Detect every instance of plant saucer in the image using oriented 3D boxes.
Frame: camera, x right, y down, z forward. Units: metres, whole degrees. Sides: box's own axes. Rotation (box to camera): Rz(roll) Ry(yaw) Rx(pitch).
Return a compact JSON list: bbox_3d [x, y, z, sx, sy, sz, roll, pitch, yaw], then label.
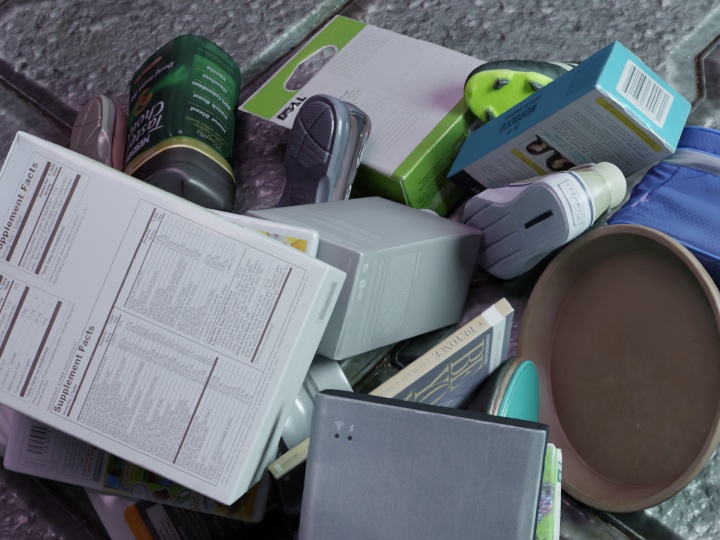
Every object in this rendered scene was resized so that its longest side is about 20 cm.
[{"bbox_3d":[0.186,0.068,1.001,0.029,0.201,0.200,6,36,-38],"label":"plant saucer"}]

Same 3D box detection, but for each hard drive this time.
[{"bbox_3d":[0.030,0.181,0.841,0.138,0.033,0.202,8,94,14],"label":"hard drive"}]

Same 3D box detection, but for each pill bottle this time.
[{"bbox_3d":[-0.101,0.131,1.043,0.199,0.117,0.117,-29,50,-11],"label":"pill bottle"}]

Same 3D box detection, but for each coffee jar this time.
[{"bbox_3d":[-0.159,-0.110,1.253,0.104,0.085,0.201,-35,37,28],"label":"coffee jar"}]

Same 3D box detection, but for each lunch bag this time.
[{"bbox_3d":[0.283,-0.016,1.050,0.199,0.136,0.132,27,61,33],"label":"lunch bag"}]

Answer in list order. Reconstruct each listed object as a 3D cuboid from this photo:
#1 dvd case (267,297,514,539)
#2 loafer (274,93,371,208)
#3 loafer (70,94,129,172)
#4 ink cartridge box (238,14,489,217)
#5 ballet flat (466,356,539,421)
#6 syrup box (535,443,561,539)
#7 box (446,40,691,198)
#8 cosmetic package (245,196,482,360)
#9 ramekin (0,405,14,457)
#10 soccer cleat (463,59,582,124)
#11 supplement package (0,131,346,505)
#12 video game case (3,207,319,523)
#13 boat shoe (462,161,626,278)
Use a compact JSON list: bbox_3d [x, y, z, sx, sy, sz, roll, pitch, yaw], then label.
[{"bbox_3d":[0.025,0.110,1.007,0.199,0.149,0.016,-35,67,-14],"label":"dvd case"},{"bbox_3d":[-0.037,-0.041,1.160,0.072,0.063,0.202,24,101,39],"label":"loafer"},{"bbox_3d":[-0.226,-0.070,1.275,0.072,0.063,0.201,-32,44,34],"label":"loafer"},{"bbox_3d":[0.016,-0.135,1.257,0.199,0.076,0.148,26,62,36],"label":"ink cartridge box"},{"bbox_3d":[0.083,0.153,1.004,0.068,0.068,0.201,-8,56,27],"label":"ballet flat"},{"bbox_3d":[0.083,0.211,0.900,0.081,0.079,0.202,1,80,12],"label":"syrup box"},{"bbox_3d":[0.158,-0.099,1.109,0.200,0.082,0.049,-29,29,56],"label":"box"},{"bbox_3d":[0.000,0.000,1.075,0.106,0.199,0.091,20,103,29],"label":"cosmetic package"},{"bbox_3d":[-0.219,0.067,1.084,0.201,0.202,0.095,-23,92,-5],"label":"ramekin"},{"bbox_3d":[0.175,-0.148,1.206,0.198,0.068,0.081,6,34,-17],"label":"soccer cleat"},{"bbox_3d":[-0.131,0.029,0.881,0.199,0.152,0.152,23,89,4],"label":"supplement package"},{"bbox_3d":[-0.135,0.054,0.968,0.180,0.023,0.202,11,87,4],"label":"video game case"},{"bbox_3d":[0.139,-0.039,1.097,0.062,0.200,0.073,-19,91,-19],"label":"boat shoe"}]
